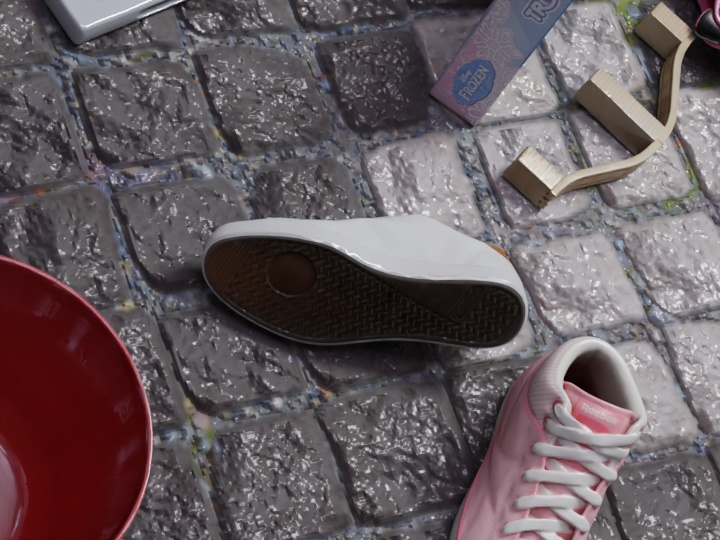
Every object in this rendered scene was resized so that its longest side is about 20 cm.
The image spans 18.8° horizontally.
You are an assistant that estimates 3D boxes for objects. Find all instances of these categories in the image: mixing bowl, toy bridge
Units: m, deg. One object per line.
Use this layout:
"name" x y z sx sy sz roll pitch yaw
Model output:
"mixing bowl" -0.218 0.101 1.148 0.199 0.108 0.201 9 60 -17
"toy bridge" 0.177 -0.106 1.474 0.067 0.027 0.200 43 56 1

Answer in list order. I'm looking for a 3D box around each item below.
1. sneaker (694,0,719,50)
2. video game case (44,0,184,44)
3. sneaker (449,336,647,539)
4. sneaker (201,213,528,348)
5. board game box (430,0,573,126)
"sneaker" 0.282 -0.162 1.525 0.095 0.079 0.200 -15 61 -25
"video game case" -0.163 -0.259 1.421 0.182 0.023 0.200 -27 75 -32
"sneaker" 0.111 0.127 1.273 0.075 0.105 0.201 23 57 -11
"sneaker" 0.000 0.000 1.332 0.199 0.073 0.085 11 28 -10
"board game box" 0.141 -0.217 1.415 0.043 0.200 0.199 37 56 -1
